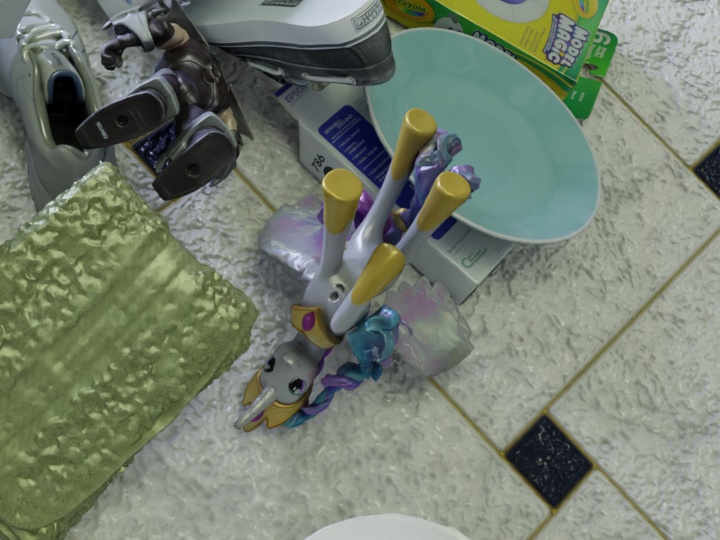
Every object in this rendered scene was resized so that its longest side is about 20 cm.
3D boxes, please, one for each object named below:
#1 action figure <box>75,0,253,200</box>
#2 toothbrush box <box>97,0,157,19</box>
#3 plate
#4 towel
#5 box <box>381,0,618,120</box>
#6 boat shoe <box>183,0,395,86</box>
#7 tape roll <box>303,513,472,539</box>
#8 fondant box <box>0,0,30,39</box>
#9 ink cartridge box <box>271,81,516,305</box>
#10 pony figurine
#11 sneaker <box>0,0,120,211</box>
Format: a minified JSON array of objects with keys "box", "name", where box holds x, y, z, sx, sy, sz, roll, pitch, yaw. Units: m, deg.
[{"box":[-0.121,-0.109,0.828,0.130,0.069,0.200,49,13,-16],"name":"action figure"},{"box":[-0.161,-0.288,0.848,0.085,0.146,0.201,-44,105,-39],"name":"toothbrush box"},{"box":[0.086,-0.094,0.923,0.199,0.026,0.201,19,47,-21],"name":"plate"},{"box":[-0.170,0.050,0.729,0.148,0.036,0.200,45,80,-11],"name":"towel"},{"box":[0.120,-0.213,1.037,0.199,0.048,0.118,30,55,-6],"name":"box"},{"box":[-0.052,-0.161,0.885,0.072,0.199,0.068,-45,127,-29],"name":"boat shoe"},{"box":[0.015,0.244,0.722,0.201,0.071,0.204,10,59,-16],"name":"tape roll"},{"box":[-0.306,-0.214,0.750,0.200,0.058,0.144,47,34,10],"name":"fondant box"},{"box":[0.031,-0.076,0.928,0.200,0.039,0.099,44,55,4],"name":"ink cartridge box"},{"box":[0.000,0.000,0.802,0.166,0.200,0.193,36,39,9],"name":"pony figurine"},{"box":[-0.201,-0.129,0.833,0.074,0.087,0.201,-19,69,-22],"name":"sneaker"}]
